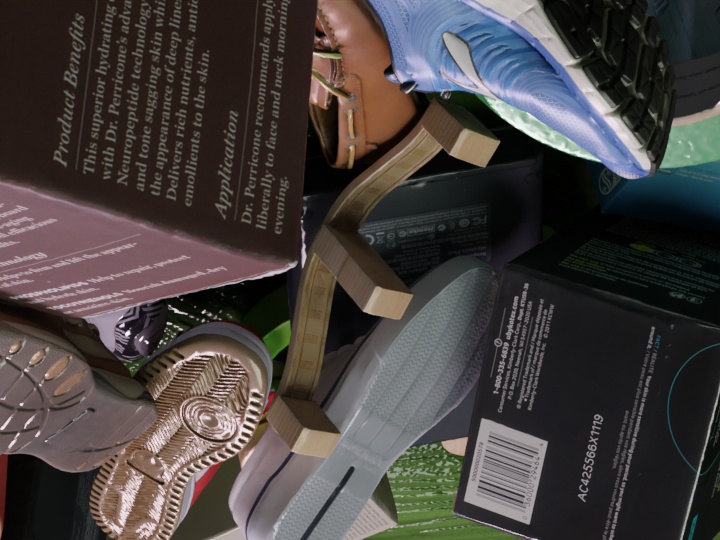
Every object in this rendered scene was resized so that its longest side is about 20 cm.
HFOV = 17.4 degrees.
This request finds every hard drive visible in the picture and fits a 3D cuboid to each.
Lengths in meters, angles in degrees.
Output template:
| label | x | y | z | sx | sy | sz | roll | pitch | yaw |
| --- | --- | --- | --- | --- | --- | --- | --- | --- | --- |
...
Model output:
| label | x | y | z | sx | sy | sz | roll | pitch | yaw |
| --- | --- | --- | --- | --- | --- | --- | --- | --- | --- |
| hard drive | 0.031 | 0.018 | 1.309 | 0.139 | 0.033 | 0.201 | -9 | 131 | -8 |
| hard drive | -0.177 | 0.129 | 1.348 | 0.033 | 0.140 | 0.200 | 3 | 153 | 5 |

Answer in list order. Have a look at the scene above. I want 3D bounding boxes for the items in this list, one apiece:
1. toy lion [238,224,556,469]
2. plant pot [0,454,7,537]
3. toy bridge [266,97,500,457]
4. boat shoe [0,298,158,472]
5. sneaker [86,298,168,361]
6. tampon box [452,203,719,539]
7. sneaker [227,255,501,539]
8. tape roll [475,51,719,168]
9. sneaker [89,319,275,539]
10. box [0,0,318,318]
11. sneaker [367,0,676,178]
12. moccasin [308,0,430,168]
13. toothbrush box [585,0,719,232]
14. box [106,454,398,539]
| label | x | y | z | sx | sy | sz | roll | pitch | yaw |
| --- | --- | --- | --- | --- | --- | --- | --- | --- | --- |
| toy lion | 0.021 | 0.033 | 1.387 | 0.199 | 0.069 | 0.192 | -8 | 139 | -11 |
| plant pot | -0.264 | 0.067 | 1.208 | 0.200 | 0.178 | 0.201 | -11 | 146 | -8 |
| toy bridge | 0.000 | 0.000 | 1.199 | 0.027 | 0.067 | 0.200 | 12 | 115 | -38 |
| boat shoe | -0.166 | 0.045 | 1.144 | 0.076 | 0.072 | 0.200 | -34 | 159 | 2 |
| sneaker | -0.146 | -0.016 | 1.233 | 0.114 | 0.075 | 0.200 | 14 | 155 | -13 |
| tampon box | 0.156 | 0.057 | 1.284 | 0.200 | 0.126 | 0.150 | -28 | 132 | -63 |
| sneaker | -0.004 | 0.067 | 1.265 | 0.200 | 0.071 | 0.073 | -50 | 133 | -2 |
| tape roll | 0.132 | -0.140 | 1.103 | 0.200 | 0.048 | 0.201 | 8 | 131 | 9 |
| sneaker | -0.082 | 0.063 | 1.289 | 0.071 | 0.113 | 0.200 | 34 | 139 | -1 |
| box | -0.143 | -0.088 | 0.998 | 0.200 | 0.167 | 0.164 | 18 | 160 | -39 |
| sneaker | 0.062 | -0.111 | 1.069 | 0.200 | 0.079 | 0.089 | 41 | 135 | -16 |
| moccasin | -0.021 | -0.112 | 1.147 | 0.078 | 0.074 | 0.201 | -27 | 156 | 0 |
| toothbrush box | 0.224 | -0.111 | 1.227 | 0.146 | 0.086 | 0.200 | 8 | 141 | -29 |
| box | -0.083 | 0.158 | 1.511 | 0.199 | 0.069 | 0.082 | -22 | 146 | 11 |
